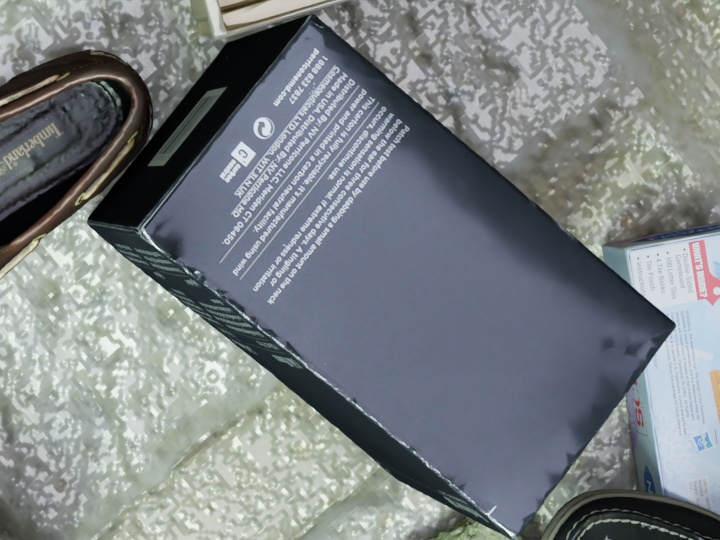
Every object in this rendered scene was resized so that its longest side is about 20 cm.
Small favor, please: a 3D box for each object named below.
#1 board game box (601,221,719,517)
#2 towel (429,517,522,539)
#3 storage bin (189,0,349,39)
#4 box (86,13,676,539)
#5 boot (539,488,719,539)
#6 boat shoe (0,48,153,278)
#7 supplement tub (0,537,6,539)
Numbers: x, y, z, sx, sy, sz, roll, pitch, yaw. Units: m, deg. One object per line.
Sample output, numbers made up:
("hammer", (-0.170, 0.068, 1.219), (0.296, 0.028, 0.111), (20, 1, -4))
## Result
("board game box", (0.220, 0.069, 1.127), (0.198, 0.041, 0.202), (-10, 96, -10))
("towel", (0.048, 0.217, 1.105), (0.148, 0.036, 0.201), (-27, 98, -9))
("storage bin", (0.000, -0.218, 1.042), (0.197, 0.094, 0.202), (-17, 96, -9))
("box", (0.000, 0.000, 1.000), (0.182, 0.200, 0.104), (40, 84, -11))
("boot", (0.176, 0.160, 1.027), (0.199, 0.151, 0.073), (33, 88, -12))
("boat shoe", (-0.171, -0.023, 1.032), (0.200, 0.070, 0.071), (-40, 101, -5))
("supplement tub", (-0.226, 0.133, 0.998), (0.199, 0.132, 0.133), (31, 87, -12))
